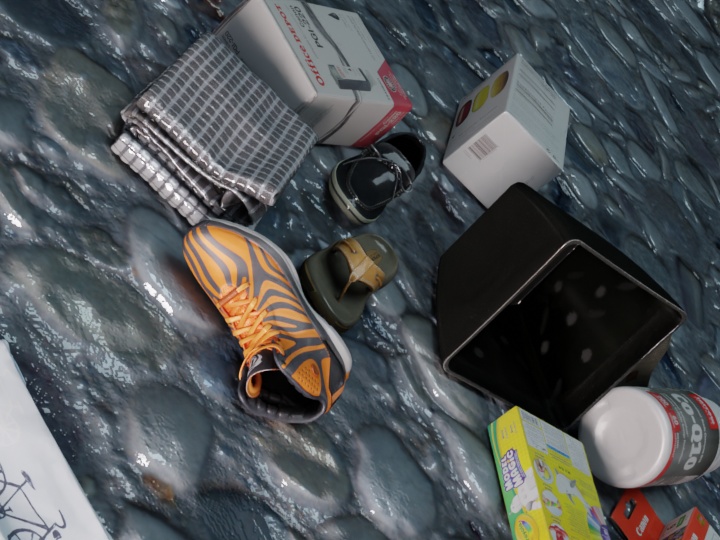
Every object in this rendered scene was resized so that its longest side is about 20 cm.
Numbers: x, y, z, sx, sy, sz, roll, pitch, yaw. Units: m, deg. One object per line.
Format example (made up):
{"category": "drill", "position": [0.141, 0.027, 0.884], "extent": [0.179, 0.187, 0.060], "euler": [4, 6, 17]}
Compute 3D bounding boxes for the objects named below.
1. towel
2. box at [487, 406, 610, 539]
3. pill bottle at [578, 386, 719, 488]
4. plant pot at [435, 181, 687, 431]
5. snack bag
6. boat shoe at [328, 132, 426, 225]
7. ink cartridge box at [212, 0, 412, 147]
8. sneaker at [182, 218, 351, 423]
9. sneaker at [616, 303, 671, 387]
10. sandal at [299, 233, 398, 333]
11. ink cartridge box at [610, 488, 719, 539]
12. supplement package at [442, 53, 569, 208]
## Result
{"category": "towel", "position": [-0.133, -0.130, 1.374], "extent": [0.166, 0.086, 0.200], "euler": [44, 29, -11]}
{"category": "box", "position": [0.199, 0.246, 1.461], "extent": [0.117, 0.048, 0.200], "euler": [31, 32, -34]}
{"category": "pill bottle", "position": [0.348, 0.192, 1.667], "extent": [0.200, 0.114, 0.114], "euler": [7, 51, -52]}
{"category": "plant pot", "position": [0.199, 0.024, 1.583], "extent": [0.200, 0.200, 0.177], "euler": [31, 24, -33]}
{"category": "snack bag", "position": [-0.260, 0.136, 0.946], "extent": [0.189, 0.021, 0.200], "euler": [58, 29, 13]}
{"category": "boat shoe", "position": [0.022, -0.108, 1.600], "extent": [0.075, 0.062, 0.200], "euler": [52, 29, -3]}
{"category": "ink cartridge box", "position": [-0.052, -0.220, 1.601], "extent": [0.200, 0.085, 0.146], "euler": [-5, 60, -55]}
{"category": "sneaker", "position": [-0.087, 0.048, 1.241], "extent": [0.200, 0.078, 0.112], "euler": [46, 28, -9]}
{"category": "sneaker", "position": [0.297, 0.080, 1.690], "extent": [0.075, 0.200, 0.106], "euler": [-15, 54, -17]}
{"category": "sandal", "position": [0.000, 0.000, 1.447], "extent": [0.082, 0.055, 0.200], "euler": [53, 28, 3]}
{"category": "ink cartridge box", "position": [0.370, 0.324, 1.612], "extent": [0.200, 0.050, 0.109], "euler": [52, 28, 1]}
{"category": "supplement package", "position": [0.193, -0.178, 1.877], "extent": [0.110, 0.114, 0.200], "euler": [44, 28, -15]}
